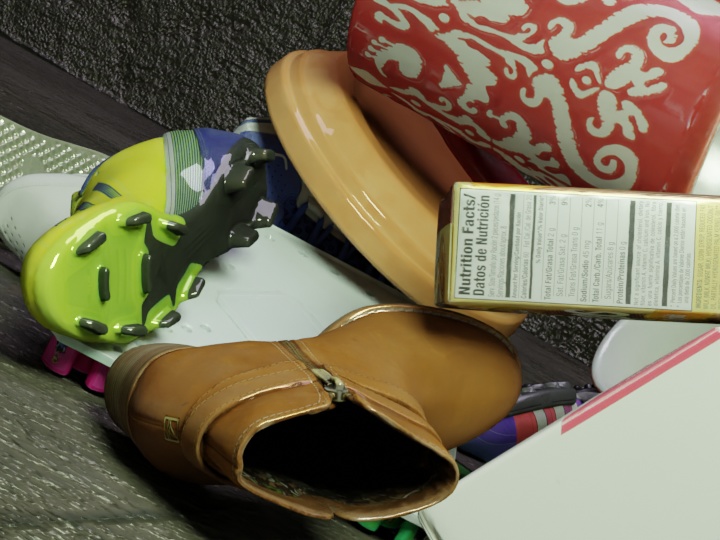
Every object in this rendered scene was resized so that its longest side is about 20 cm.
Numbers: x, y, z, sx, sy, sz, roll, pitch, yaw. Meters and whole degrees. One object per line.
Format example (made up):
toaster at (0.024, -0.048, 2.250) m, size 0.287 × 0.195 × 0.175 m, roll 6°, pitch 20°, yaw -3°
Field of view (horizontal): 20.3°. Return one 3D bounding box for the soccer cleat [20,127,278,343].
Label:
soccer cleat at (-0.109, -0.017, 0.932) m, size 0.083 × 0.065 × 0.200 m, roll 7°, pitch 22°, yaw 22°

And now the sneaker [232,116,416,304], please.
sneaker at (0.000, 0.000, 1.114) m, size 0.199 × 0.081 × 0.115 m, roll 32°, pitch 19°, yaw -36°

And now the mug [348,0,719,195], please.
mug at (0.096, -0.088, 1.041) m, size 0.199 × 0.179 × 0.133 m, roll 27°, pitch 19°, yaw 17°

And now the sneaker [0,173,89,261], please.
sneaker at (-0.122, 0.002, 1.064) m, size 0.199 × 0.075 × 0.087 m, roll 29°, pitch 9°, yaw 25°

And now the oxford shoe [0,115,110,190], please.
oxford shoe at (-0.190, -0.040, 1.211) m, size 0.199 × 0.076 × 0.058 m, roll 28°, pitch -33°, yaw -34°

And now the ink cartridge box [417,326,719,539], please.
ink cartridge box at (0.120, 0.093, 0.870) m, size 0.083 × 0.146 × 0.200 m, roll 59°, pitch 9°, yaw 8°

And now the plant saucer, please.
plant saucer at (0.030, -0.050, 1.117) m, size 0.200 × 0.037 × 0.201 m, roll 40°, pitch 22°, yaw -20°

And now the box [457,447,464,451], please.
box at (0.032, 0.071, 1.434) m, size 0.160 × 0.044 × 0.200 m, roll 26°, pitch 4°, yaw -33°

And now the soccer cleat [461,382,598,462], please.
soccer cleat at (0.110, 0.107, 1.224) m, size 0.068 × 0.074 × 0.200 m, roll -7°, pitch -7°, yaw 26°

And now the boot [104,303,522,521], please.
boot at (0.006, 0.057, 0.814) m, size 0.199 × 0.077 × 0.155 m, roll 6°, pitch 4°, yaw -26°

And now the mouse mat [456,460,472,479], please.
mouse mat at (0.028, 0.112, 1.143) m, size 0.199 × 0.008 × 0.161 m, roll 24°, pitch 5°, yaw -39°

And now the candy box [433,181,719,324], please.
candy box at (0.134, -0.005, 0.899) m, size 0.198 × 0.056 × 0.115 m, roll 2°, pitch -2°, yaw 0°

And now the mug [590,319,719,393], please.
mug at (0.230, 0.128, 1.217) m, size 0.133 × 0.178 × 0.201 m, roll -6°, pitch -57°, yaw 44°

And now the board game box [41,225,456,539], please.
board game box at (-0.044, 0.037, 0.984) m, size 0.199 × 0.026 × 0.200 m, roll 28°, pitch 25°, yaw -7°
